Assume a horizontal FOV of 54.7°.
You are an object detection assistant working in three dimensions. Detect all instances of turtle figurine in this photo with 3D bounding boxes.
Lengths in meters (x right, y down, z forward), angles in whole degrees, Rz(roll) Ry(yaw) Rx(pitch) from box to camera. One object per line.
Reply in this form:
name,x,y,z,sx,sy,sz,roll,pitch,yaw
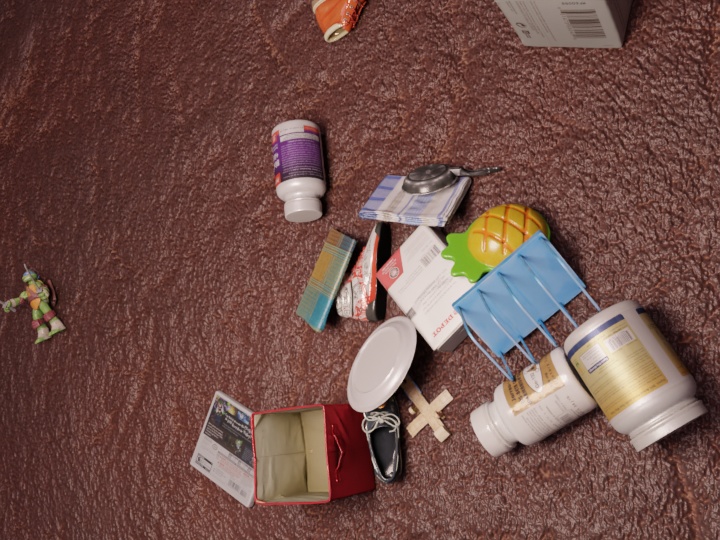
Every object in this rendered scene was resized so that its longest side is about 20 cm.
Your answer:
turtle figurine,-0.907,0.100,1.901,0.142,0.200,0.196,-26,91,-9

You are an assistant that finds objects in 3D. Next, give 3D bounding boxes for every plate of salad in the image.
plate of salad,0.045,0.182,1.336,0.200,0.048,0.202,-43,27,29

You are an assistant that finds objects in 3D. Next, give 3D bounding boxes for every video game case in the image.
video game case,-0.283,0.396,1.561,0.198,0.023,0.185,23,94,33

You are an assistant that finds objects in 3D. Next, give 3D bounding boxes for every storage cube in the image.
storage cube,-0.088,0.355,1.357,0.197,0.179,0.174,-12,75,28

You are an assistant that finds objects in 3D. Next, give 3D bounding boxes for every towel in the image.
towel,0.107,-0.143,1.368,0.197,0.024,0.148,7,46,32
towel,-0.070,0.018,1.457,0.203,0.021,0.146,-67,25,3

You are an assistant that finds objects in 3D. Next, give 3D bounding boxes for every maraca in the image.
maraca,0.243,-0.049,1.252,0.197,0.108,0.138,-23,51,-1

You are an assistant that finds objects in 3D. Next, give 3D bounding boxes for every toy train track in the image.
toy train track,0.103,0.243,1.347,0.115,0.032,0.201,-47,61,16

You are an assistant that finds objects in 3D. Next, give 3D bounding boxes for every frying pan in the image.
frying pan,0.164,-0.179,1.340,0.187,0.115,0.031,0,122,32

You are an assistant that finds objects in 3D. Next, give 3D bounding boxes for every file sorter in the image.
file sorter,0.281,0.065,1.172,0.200,0.139,0.123,-41,20,12

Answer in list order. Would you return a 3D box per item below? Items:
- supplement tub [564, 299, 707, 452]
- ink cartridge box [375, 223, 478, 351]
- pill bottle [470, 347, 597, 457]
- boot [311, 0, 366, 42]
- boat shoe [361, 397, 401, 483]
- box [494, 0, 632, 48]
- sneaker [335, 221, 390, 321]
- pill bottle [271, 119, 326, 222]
supplement tub,0.431,0.165,1.096,0.144,0.144,0.202,-38,64,20
ink cartridge box,0.147,0.033,1.326,0.147,0.082,0.201,-46,62,16
pill bottle,0.291,0.230,1.187,0.199,0.114,0.115,-38,65,20
boot,-0.016,-0.589,1.543,0.198,0.074,0.109,-24,73,35
boat shoe,0.040,0.305,1.341,0.073,0.062,0.204,-4,74,4
box,0.364,-0.514,1.220,0.197,0.198,0.174,13,88,32
sneaker,0.000,0.000,1.430,0.106,0.067,0.205,2,85,29
pill bottle,-0.133,-0.214,1.521,0.110,0.111,0.204,-14,74,28
